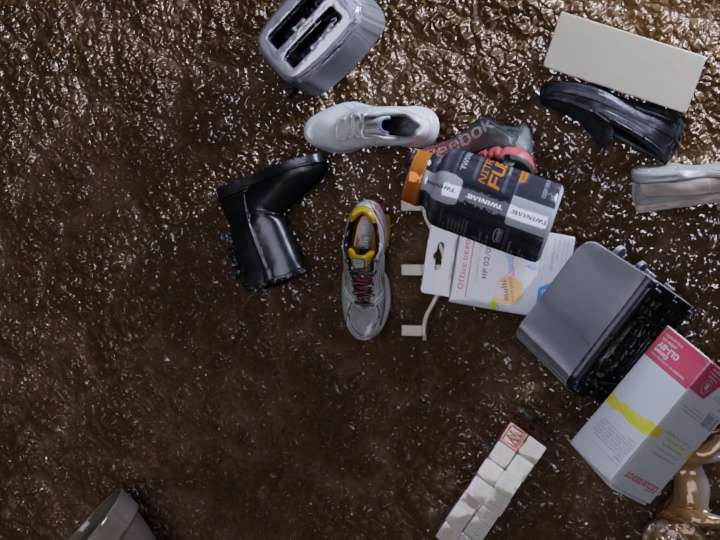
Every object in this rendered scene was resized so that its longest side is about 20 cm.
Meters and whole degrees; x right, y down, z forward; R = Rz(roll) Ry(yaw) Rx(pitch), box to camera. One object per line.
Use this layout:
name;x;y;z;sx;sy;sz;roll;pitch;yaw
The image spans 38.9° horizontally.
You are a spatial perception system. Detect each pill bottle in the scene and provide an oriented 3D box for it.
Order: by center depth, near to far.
pill bottle;0.155;-0.092;1.323;0.197;0.106;0.108;20;97;8

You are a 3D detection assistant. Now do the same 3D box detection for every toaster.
toaster;0.315;0.076;1.322;0.119;0.180;0.201;43;103;35
toaster;-0.063;-0.330;1.433;0.200;0.129;0.114;-42;82;12

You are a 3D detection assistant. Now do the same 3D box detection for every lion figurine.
lion figurine;0.448;0.294;1.374;0.120;0.072;0.204;4;80;23

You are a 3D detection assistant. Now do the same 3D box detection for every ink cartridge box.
ink cartridge box;0.386;0.192;1.323;0.201;0.145;0.083;-52;48;6
ink cartridge box;0.186;-0.006;1.403;0.196;0.068;0.117;9;94;5

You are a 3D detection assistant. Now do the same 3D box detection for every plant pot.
plant pot;-0.365;0.462;1.532;0.173;0.200;0.200;43;102;-9

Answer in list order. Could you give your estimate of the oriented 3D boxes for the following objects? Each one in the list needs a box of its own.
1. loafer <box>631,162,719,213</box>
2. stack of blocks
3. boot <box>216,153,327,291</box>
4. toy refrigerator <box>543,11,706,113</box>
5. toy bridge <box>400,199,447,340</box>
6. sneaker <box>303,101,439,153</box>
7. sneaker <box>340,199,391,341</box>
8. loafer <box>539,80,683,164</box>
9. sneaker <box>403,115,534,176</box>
loafer;0.460;-0.108;1.350;0.196;0.072;0.064;2;110;18
stack of blocks;0.183;0.297;1.409;0.058;0.115;0.202;34;100;10
boot;-0.117;-0.067;1.488;0.196;0.073;0.165;-18;86;21
toy refrigerator;0.352;-0.278;1.364;0.197;0.070;0.077;21;104;13
toy bridge;0.092;-0.001;1.462;0.066;0.027;0.204;0;93;13
sneaker;0.010;-0.207;1.443;0.196;0.087;0.076;-3;94;15
sneaker;0.000;0.000;1.457;0.076;0.082;0.204;0;93;14
loafer;0.332;-0.201;1.370;0.198;0.068;0.071;20;86;9
sneaker;0.154;-0.163;1.417;0.198;0.071;0.099;-2;56;33
